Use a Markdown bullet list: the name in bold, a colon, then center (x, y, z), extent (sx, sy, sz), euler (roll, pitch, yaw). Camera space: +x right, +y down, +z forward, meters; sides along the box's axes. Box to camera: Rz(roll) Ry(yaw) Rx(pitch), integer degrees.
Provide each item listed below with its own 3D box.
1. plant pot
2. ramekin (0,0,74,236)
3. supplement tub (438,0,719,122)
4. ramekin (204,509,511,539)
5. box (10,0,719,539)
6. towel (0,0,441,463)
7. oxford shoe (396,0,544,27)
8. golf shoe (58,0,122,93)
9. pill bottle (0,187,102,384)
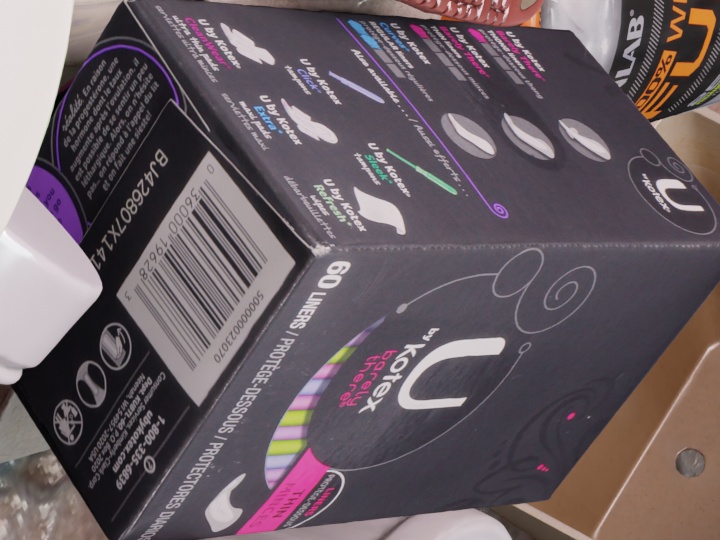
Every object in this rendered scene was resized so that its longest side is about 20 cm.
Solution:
- **plant pot**: center (0.179, 0.078, 1.244), extent (0.200, 0.200, 0.177), euler (-56, 160, -15)
- **ramekin**: center (-0.144, -0.048, 0.501), extent (0.200, 0.098, 0.200), euler (-35, 138, -39)
- **supplement tub**: center (0.071, -0.106, 0.999), extent (0.200, 0.122, 0.123), euler (-19, 126, -50)
- **ramekin**: center (-0.024, 0.171, 1.054), extent (0.202, 0.094, 0.203), euler (-48, 149, -42)
- **box**: center (0.000, 0.000, 0.830), extent (0.200, 0.106, 0.122), euler (-2, 136, -47)
- **towel**: center (-0.056, -0.021, 0.900), extent (0.132, 0.034, 0.200), euler (-15, 145, -53)
- **oxford shoe**: center (-0.024, -0.123, 0.775), extent (0.200, 0.075, 0.071), euler (26, 75, -41)
- **golf shoe**: center (-0.119, -0.071, 0.788), extent (0.200, 0.075, 0.092), euler (-30, 138, -42)
- **pill bottle**: center (-0.167, 0.044, 0.703), extent (0.200, 0.113, 0.113), euler (-46, 148, 4)
